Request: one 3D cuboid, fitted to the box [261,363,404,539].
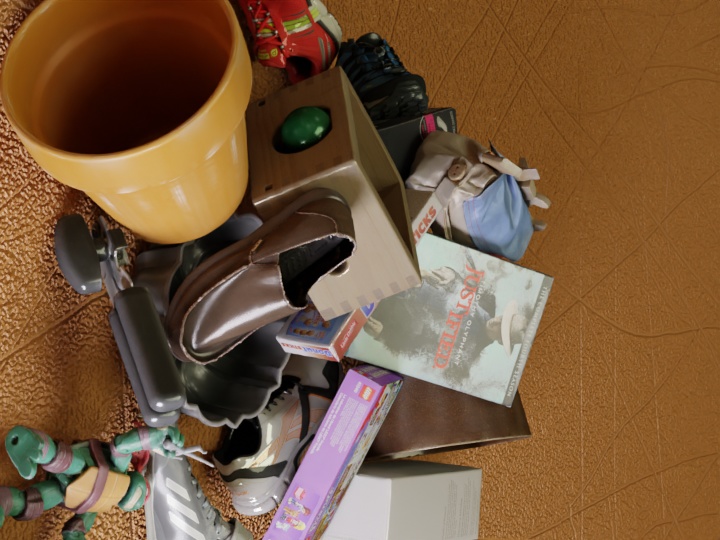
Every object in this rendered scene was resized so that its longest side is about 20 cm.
[{"bbox_3d":[-0.027,0.188,1.709,0.200,0.039,0.137,-63,171,4],"label":"box"}]

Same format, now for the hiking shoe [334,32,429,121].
[{"bbox_3d":[0.010,-0.191,1.706,0.074,0.200,0.087,-9,97,-18],"label":"hiking shoe"}]

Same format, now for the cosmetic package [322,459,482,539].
[{"bbox_3d":[0.038,0.251,1.862,0.200,0.108,0.085,3,91,-56],"label":"cosmetic package"}]

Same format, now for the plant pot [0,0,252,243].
[{"bbox_3d":[-0.176,-0.123,1.452,0.183,0.200,0.200,69,36,-56],"label":"plant pot"}]

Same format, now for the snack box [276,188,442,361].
[{"bbox_3d":[0.000,0.000,1.653,0.200,0.072,0.024,-56,133,-27],"label":"snack box"}]

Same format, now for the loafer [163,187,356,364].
[{"bbox_3d":[-0.084,0.010,1.476,0.200,0.071,0.073,-43,128,3],"label":"loafer"}]

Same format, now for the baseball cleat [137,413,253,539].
[{"bbox_3d":[-0.151,0.215,1.569,0.070,0.106,0.200,-129,-142,-71],"label":"baseball cleat"}]

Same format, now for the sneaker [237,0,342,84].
[{"bbox_3d":[-0.081,-0.242,1.686,0.200,0.077,0.085,40,63,-50],"label":"sneaker"}]

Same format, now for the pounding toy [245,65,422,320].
[{"bbox_3d":[-0.054,-0.088,1.599,0.184,0.142,0.200,-99,163,-51],"label":"pounding toy"}]

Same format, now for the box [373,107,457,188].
[{"bbox_3d":[0.013,-0.098,1.807,0.200,0.106,0.122,-24,112,-54],"label":"box"}]

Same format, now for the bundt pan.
[{"bbox_3d":[-0.146,0.043,1.591,0.202,0.076,0.202,-2,92,-58],"label":"bundt pan"}]

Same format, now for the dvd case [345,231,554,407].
[{"bbox_3d":[0.090,0.045,1.754,0.200,0.022,0.146,19,89,-27],"label":"dvd case"}]

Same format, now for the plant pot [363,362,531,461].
[{"bbox_3d":[0.078,0.096,1.878,0.187,0.187,0.200,4,75,-58],"label":"plant pot"}]

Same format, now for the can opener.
[{"bbox_3d":[-0.203,0.041,1.458,0.066,0.053,0.200,-15,63,-25],"label":"can opener"}]

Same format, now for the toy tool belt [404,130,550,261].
[{"bbox_3d":[0.138,-0.061,1.794,0.200,0.123,0.125,52,53,-49],"label":"toy tool belt"}]

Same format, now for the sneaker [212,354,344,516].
[{"bbox_3d":[-0.079,0.142,1.706,0.080,0.074,0.200,58,45,-38],"label":"sneaker"}]

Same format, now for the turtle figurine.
[{"bbox_3d":[-0.224,0.186,1.451,0.200,0.101,0.150,17,94,-48],"label":"turtle figurine"}]
